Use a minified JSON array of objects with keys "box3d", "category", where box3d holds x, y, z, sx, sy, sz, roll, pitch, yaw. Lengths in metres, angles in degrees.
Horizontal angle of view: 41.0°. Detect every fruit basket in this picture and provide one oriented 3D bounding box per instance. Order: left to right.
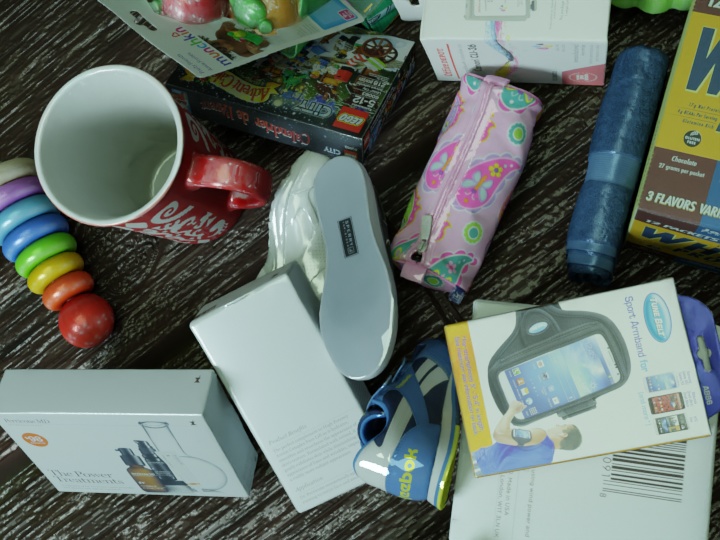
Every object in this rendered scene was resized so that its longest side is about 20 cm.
[{"box3d":[-0.125,-0.251,0.868,0.185,0.200,0.094,39,133,26],"category":"fruit basket"}]

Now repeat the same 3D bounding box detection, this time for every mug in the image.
[{"box3d":[-0.170,-0.077,0.875,0.177,0.200,0.134,40,92,13],"category":"mug"}]

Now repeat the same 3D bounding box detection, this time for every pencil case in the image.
[{"box3d":[0.094,-0.076,0.877,0.087,0.087,0.201,24,88,14],"category":"pencil case"}]

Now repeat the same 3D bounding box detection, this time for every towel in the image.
[{"box3d":[0.219,-0.088,0.836,0.048,0.112,0.201,15,87,15],"category":"towel"}]

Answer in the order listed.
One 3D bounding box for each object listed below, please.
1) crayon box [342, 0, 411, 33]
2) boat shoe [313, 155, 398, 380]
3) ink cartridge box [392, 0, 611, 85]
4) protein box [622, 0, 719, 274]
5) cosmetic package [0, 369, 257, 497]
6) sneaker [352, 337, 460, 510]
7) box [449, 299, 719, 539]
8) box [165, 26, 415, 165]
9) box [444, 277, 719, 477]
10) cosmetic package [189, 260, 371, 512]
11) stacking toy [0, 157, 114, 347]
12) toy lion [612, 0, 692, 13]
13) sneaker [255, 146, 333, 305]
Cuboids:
[{"box3d":[0.038,-0.343,0.935,0.200,0.058,0.119,-46,76,4],"category":"crayon box"},{"box3d":[0.000,0.000,0.844,0.070,0.066,0.201,-18,70,18],"category":"boat shoe"},{"box3d":[0.123,-0.218,0.872,0.199,0.116,0.068,5,83,14],"category":"ink cartridge box"},{"box3d":[0.307,-0.108,0.774,0.134,0.200,0.199,16,86,14],"category":"protein box"},{"box3d":[-0.210,0.150,0.880,0.199,0.151,0.052,-2,48,13],"category":"cosmetic package"},{"box3d":[0.041,0.115,0.811,0.082,0.200,0.074,6,115,4],"category":"sneaker"},{"box3d":[0.186,0.136,0.805,0.199,0.131,0.200,5,83,13],"category":"box"},{"box3d":[-0.064,-0.185,0.917,0.199,0.038,0.137,17,57,14],"category":"box"},{"box3d":[0.172,0.080,0.728,0.199,0.041,0.120,-14,80,13],"category":"box"},{"box3d":[-0.056,0.102,0.859,0.101,0.074,0.200,-26,99,8],"category":"cosmetic package"},{"box3d":[-0.313,-0.010,0.967,0.085,0.085,0.200,-34,84,6],"category":"stacking toy"},{"box3d":[0.254,-0.332,0.872,0.199,0.069,0.192,24,81,15],"category":"toy lion"},{"box3d":[-0.041,-0.017,0.911,0.099,0.078,0.201,14,95,7],"category":"sneaker"}]
